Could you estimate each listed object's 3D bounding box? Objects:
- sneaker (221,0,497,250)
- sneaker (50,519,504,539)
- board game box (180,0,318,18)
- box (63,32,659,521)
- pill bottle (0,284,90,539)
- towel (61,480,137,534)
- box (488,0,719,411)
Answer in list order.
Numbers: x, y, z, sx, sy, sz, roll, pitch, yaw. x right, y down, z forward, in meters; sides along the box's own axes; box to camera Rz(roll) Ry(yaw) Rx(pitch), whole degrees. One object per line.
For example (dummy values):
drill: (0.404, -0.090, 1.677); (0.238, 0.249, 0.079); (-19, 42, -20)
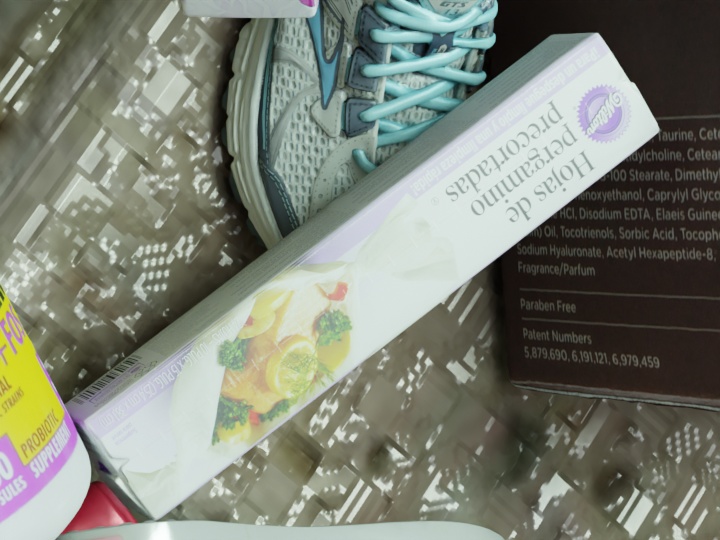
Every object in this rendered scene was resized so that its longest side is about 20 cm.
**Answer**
sneaker: (0.006, -0.080, 0.918); (0.078, 0.086, 0.200); (-7, 96, -30)
sneaker: (-0.020, 0.131, 0.887); (0.200, 0.075, 0.105); (7, 70, -53)
board game box: (-0.028, -0.209, 0.802); (0.200, 0.041, 0.200); (82, 12, -49)
box: (0.000, 0.000, 0.877); (0.200, 0.041, 0.039); (-38, 104, -13)
pill bottle: (-0.162, -0.001, 0.810); (0.104, 0.104, 0.200); (-34, 109, -25)
towel: (-0.116, 0.178, 0.894); (0.200, 0.022, 0.145); (-40, 110, -23)
box: (0.152, -0.061, 0.960); (0.166, 0.164, 0.200); (-7, 96, -31)
